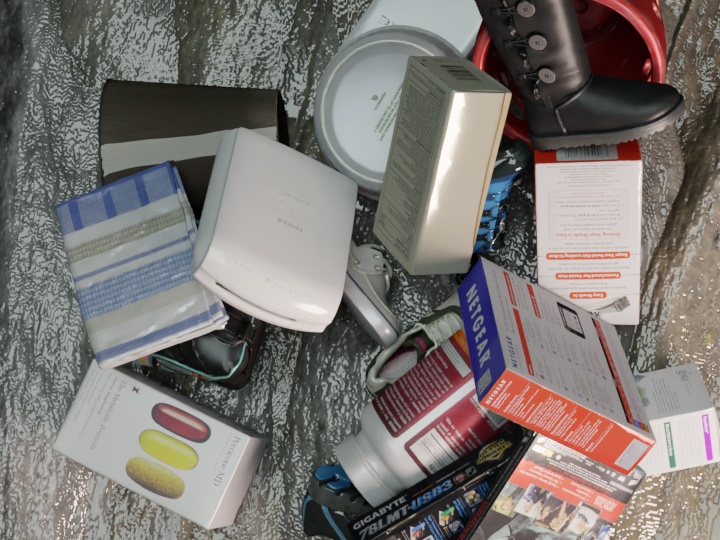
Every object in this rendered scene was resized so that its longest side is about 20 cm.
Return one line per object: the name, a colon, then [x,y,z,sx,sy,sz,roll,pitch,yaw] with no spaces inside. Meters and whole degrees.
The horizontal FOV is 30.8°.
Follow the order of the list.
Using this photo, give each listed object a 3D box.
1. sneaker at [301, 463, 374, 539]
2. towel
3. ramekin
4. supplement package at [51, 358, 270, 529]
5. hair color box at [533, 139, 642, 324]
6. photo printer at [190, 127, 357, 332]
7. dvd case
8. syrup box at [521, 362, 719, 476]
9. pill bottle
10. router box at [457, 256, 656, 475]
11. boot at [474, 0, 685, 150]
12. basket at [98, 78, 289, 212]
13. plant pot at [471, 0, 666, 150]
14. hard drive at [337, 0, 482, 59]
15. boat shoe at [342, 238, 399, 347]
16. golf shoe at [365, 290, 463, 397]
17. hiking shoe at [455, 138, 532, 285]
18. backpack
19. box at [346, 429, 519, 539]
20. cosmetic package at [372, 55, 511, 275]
sneaker: [0.030,0.283,1.429,0.199,0.073,0.082,24,115,6]
towel: [-0.233,-0.006,1.376,0.146,0.024,0.201,-21,69,0]
ramekin: [0.038,-0.175,1.455,0.200,0.094,0.205,1,94,9]
supplement package: [-0.218,0.192,1.448,0.199,0.110,0.115,24,86,11]
hair color box: [0.240,-0.040,1.384,0.110,0.064,0.202,-1,121,8]
photo printer: [-0.089,-0.037,1.364,0.165,0.069,0.201,25,48,-19]
dvd case: [0.181,0.258,1.319,0.145,0.022,0.201,25,102,-25]
syrup box: [0.272,0.169,1.380,0.198,0.079,0.082,-12,124,5]
pill bottle: [0.074,0.157,1.368,0.199,0.113,0.113,-38,78,3]
router box: [0.192,0.091,1.309,0.178,0.201,0.049,27,117,-17]
boot: [0.211,-0.220,1.264,0.163,0.066,0.201,-10,121,25]
basket: [-0.184,-0.139,1.487,0.198,0.136,0.182,-4,71,4]
plant pot: [0.225,-0.253,1.390,0.198,0.202,0.183,5,40,9]
hard drive: [0.083,-0.300,1.524,0.131,0.026,0.201,35,87,12]
boat shoe: [0.000,0.000,1.446,0.070,0.071,0.200,-33,49,-5]
golf shoe: [0.091,0.077,1.434,0.200,0.088,0.077,-40,76,-1]
hiking shoe: [0.139,-0.067,1.414,0.074,0.200,0.087,-36,82,-37]
backpack: [-0.199,0.031,1.448,0.198,0.153,0.177,15,78,2]
box: [0.115,0.294,1.354,0.197,0.050,0.201,-31,119,-2]
cosmetic package: [0.080,-0.107,1.337,0.072,0.104,0.202,-3,120,-26]
